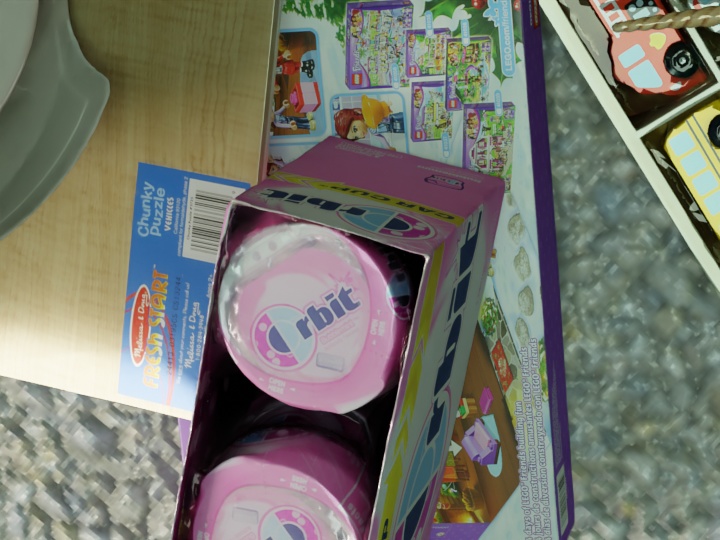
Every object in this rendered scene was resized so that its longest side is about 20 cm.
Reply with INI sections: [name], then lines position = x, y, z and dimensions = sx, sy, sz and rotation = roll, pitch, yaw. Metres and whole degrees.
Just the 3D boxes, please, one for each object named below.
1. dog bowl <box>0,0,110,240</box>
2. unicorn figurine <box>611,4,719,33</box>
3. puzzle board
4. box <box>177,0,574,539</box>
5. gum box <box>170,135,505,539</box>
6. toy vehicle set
[dog bowl]
position = -0.172, -0.094, 0.711
dimensions = 0.199, 0.059, 0.201
rotation = 2, 87, -37
[unicorn figurine]
position = 0.187, -0.137, 0.722
dimensions = 0.074, 0.137, 0.200
rotation = 44, 77, 1
[puzzle board]
position = -0.094, -0.057, 0.786
dimensions = 0.150, 0.017, 0.201
rotation = 11, 101, 27
[box]
position = 0.000, 0.000, 0.801
dimensions = 0.136, 0.039, 0.201
rotation = -1, 102, 14
[gum box]
position = -0.014, 0.068, 0.740
dimensions = 0.066, 0.113, 0.201
rotation = 14, 107, 11
[toy vehicle set]
position = 0.127, -0.105, 0.795
dimensions = 0.124, 0.027, 0.200
rotation = -32, 99, 7
